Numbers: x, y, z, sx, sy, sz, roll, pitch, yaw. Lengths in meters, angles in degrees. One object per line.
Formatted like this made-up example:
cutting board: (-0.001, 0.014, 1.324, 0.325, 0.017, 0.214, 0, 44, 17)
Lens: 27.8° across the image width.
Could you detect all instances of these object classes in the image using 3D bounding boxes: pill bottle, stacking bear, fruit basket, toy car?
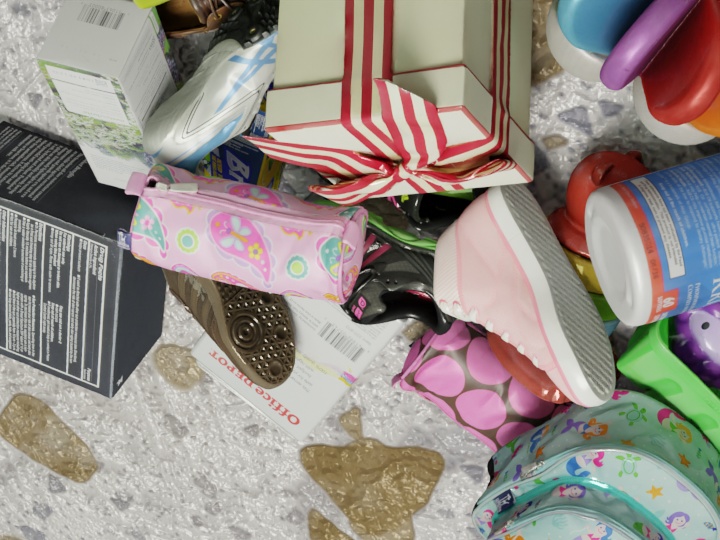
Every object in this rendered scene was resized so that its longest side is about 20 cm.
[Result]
pill bottle: (0.285, -0.035, 1.132, 0.198, 0.112, 0.113, -16, 118, -6)
stacking bear: (0.191, -0.007, 1.241, 0.114, 0.121, 0.201, 38, 122, 30)
fruit basket: (0.346, 0.065, 1.204, 0.214, 0.156, 0.217, 24, 143, 20)
toy car: (0.227, -0.176, 1.063, 0.199, 0.150, 0.175, 36, 132, 0)

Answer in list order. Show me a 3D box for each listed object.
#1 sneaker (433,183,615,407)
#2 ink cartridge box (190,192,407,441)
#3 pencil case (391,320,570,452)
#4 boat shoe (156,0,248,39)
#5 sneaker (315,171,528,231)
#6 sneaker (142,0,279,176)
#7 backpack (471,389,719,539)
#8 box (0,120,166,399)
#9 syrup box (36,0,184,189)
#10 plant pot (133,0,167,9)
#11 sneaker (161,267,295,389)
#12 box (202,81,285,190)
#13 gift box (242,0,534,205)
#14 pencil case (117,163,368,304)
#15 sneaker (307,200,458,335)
sneaker: (0.127, 0.035, 1.184, 0.104, 0.075, 0.201, -35, 69, 30)
ink cartridge box: (-0.051, 0.047, 1.391, 0.144, 0.085, 0.200, 38, 126, -1)
pencil case: (0.129, 0.130, 1.367, 0.200, 0.091, 0.094, 39, 97, -3)
boat shoe: (-0.122, -0.238, 1.251, 0.199, 0.068, 0.072, -12, 115, 29)
sneaker: (0.042, -0.082, 1.266, 0.198, 0.088, 0.074, 12, 125, 17)
sneaker: (-0.101, -0.160, 1.223, 0.072, 0.072, 0.200, 32, 111, -35)
backpack: (0.210, 0.205, 1.248, 0.177, 0.151, 0.200, 40, 124, -13)
box: (-0.299, -0.010, 1.439, 0.197, 0.123, 0.201, 21, 128, 11)
syrup box: (-0.208, -0.151, 1.286, 0.078, 0.082, 0.200, 15, 156, 15)
plant pot: (-0.099, -0.340, 1.102, 0.180, 0.199, 0.201, -13, 114, 22)
sneaker: (-0.130, 0.020, 1.335, 0.201, 0.070, 0.075, 60, 147, -4)
box: (-0.112, -0.086, 1.342, 0.064, 0.070, 0.201, 26, 127, 9)
gift box: (0.024, -0.154, 1.120, 0.183, 0.188, 0.200, -6, 163, 29)
pencil case: (-0.095, -0.031, 1.199, 0.198, 0.088, 0.088, 14, 125, 11)
sneaker: (0.000, 0.000, 1.251, 0.198, 0.084, 0.077, 16, 147, 2)
